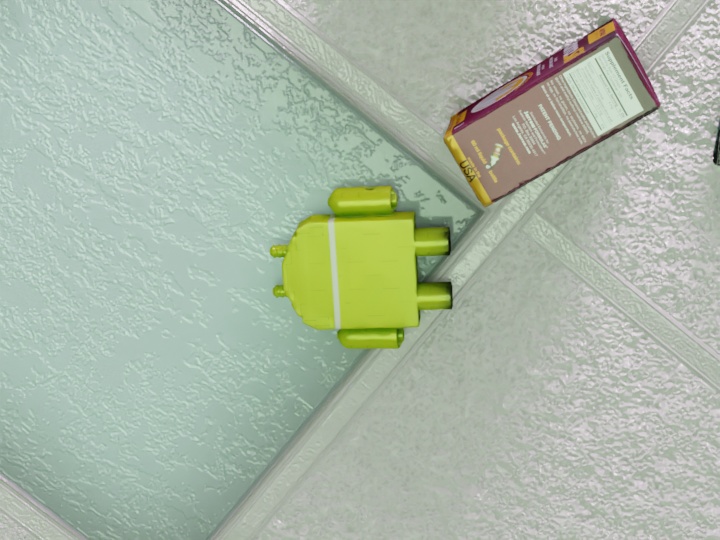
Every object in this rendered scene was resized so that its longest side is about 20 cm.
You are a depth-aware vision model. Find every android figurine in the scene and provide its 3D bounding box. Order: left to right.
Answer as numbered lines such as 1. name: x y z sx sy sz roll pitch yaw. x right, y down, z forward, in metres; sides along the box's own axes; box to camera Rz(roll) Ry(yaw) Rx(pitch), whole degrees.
1. android figurine: 0.000 0.000 1.575 0.198 0.041 0.184 -3 108 8

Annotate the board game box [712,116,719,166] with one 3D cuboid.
1. board game box: 0.464 -0.160 1.466 0.198 0.028 0.136 8 109 5

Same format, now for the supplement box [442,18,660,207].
1. supplement box: 0.190 -0.158 1.461 0.199 0.110 0.086 -30 101 15
